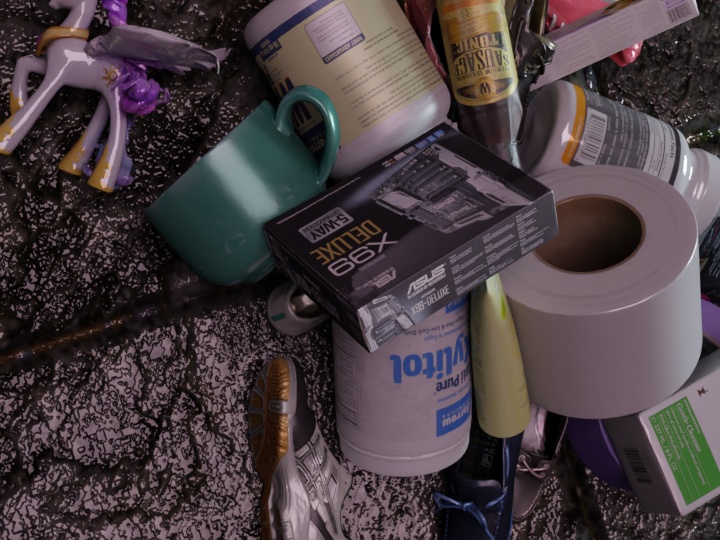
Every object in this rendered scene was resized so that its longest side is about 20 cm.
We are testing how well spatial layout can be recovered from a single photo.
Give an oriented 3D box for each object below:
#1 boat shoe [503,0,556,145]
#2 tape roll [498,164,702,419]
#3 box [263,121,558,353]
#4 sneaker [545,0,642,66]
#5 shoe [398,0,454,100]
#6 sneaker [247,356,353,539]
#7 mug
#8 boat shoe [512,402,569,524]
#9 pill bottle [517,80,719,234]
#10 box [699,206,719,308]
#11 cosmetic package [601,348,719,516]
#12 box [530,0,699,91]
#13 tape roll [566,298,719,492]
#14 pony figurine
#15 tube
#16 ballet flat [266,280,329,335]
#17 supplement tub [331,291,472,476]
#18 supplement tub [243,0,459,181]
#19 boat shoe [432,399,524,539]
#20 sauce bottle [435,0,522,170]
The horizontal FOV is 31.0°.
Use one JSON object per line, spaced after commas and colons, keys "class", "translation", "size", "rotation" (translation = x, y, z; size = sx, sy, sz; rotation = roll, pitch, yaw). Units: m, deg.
{"class": "boat shoe", "translation": [0.158, -0.220, 1.262], "size": [0.065, 0.072, 0.205], "rotation": [3, 92, 24]}
{"class": "tape roll", "translation": [0.218, 0.017, 1.214], "size": [0.201, 0.202, 0.141], "rotation": [-31, 134, -18]}
{"class": "box", "translation": [0.041, -0.033, 1.084], "size": [0.198, 0.157, 0.050], "rotation": [-30, 129, -18]}
{"class": "sneaker", "translation": [0.213, -0.265, 1.337], "size": [0.197, 0.074, 0.088], "rotation": [11, 83, -17]}
{"class": "shoe", "translation": [0.077, -0.268, 1.283], "size": [0.070, 0.091, 0.204], "rotation": [-5, 87, -18]}
{"class": "sneaker", "translation": [-0.052, 0.179, 1.220], "size": [0.086, 0.075, 0.204], "rotation": [-6, 94, -28]}
{"class": "mug", "translation": [-0.096, -0.065, 1.161], "size": [0.115, 0.184, 0.152], "rotation": [49, 53, -8]}
{"class": "boat shoe", "translation": [0.173, 0.154, 1.295], "size": [0.066, 0.057, 0.203], "rotation": [17, 80, -16]}
{"class": "pill bottle", "translation": [0.261, -0.106, 1.317], "size": [0.197, 0.116, 0.118], "rotation": [20, 80, -16]}
{"class": "box", "translation": [0.452, 0.027, 1.367], "size": [0.199, 0.115, 0.133], "rotation": [38, 76, -12]}
{"class": "cosmetic package", "translation": [0.346, 0.143, 1.252], "size": [0.198, 0.085, 0.109], "rotation": [-27, 91, -17]}
{"class": "box", "translation": [0.239, -0.236, 1.299], "size": [0.198, 0.039, 0.042], "rotation": [-24, 111, 19]}
{"class": "tape roll", "translation": [0.310, 0.129, 1.329], "size": [0.197, 0.085, 0.204], "rotation": [1, 86, -18]}
{"class": "pony figurine", "translation": [-0.225, -0.179, 1.160], "size": [0.190, 0.167, 0.203], "rotation": [20, 95, -8]}
{"class": "tube", "translation": [0.119, 0.063, 1.144], "size": [0.052, 0.058, 0.202], "rotation": [-36, 134, -26]}
{"class": "ballet flat", "translation": [0.000, 0.000, 1.248], "size": [0.198, 0.069, 0.070], "rotation": [-31, 95, -18]}
{"class": "supplement tub", "translation": [0.038, 0.069, 1.184], "size": [0.130, 0.132, 0.203], "rotation": [-12, 116, -18]}
{"class": "supplement tub", "translation": [-0.004, -0.177, 1.221], "size": [0.144, 0.145, 0.202], "rotation": [-33, 95, -18]}
{"class": "boat shoe", "translation": [0.108, 0.203, 1.253], "size": [0.083, 0.068, 0.204], "rotation": [3, 82, 26]}
{"class": "sauce bottle", "translation": [0.117, -0.175, 1.210], "size": [0.065, 0.066, 0.203], "rotation": [-14, 91, -18]}
